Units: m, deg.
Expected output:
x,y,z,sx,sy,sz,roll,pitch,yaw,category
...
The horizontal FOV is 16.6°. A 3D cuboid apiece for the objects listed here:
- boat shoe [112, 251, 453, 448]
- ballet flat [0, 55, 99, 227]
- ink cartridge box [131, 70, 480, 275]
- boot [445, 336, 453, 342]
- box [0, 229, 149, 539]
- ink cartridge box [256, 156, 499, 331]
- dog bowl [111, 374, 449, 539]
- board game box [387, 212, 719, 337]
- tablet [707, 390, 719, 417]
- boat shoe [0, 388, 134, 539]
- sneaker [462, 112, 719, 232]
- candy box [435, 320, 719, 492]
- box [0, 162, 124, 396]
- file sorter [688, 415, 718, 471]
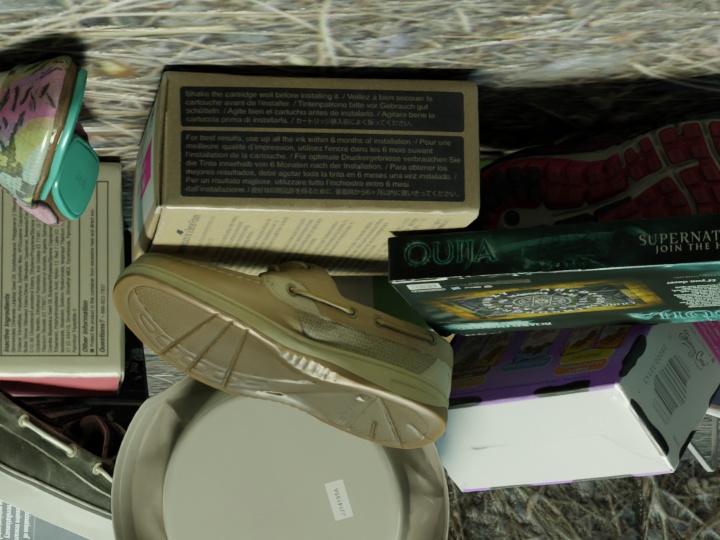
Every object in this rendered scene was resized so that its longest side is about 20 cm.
x,y,z,sx,sy,sz,roll,pitch,yaw,category
-0.039,0.031,1.337,0.199,0.065,0.072,23,146,-17,boat shoe
-0.172,-0.067,1.237,0.071,0.069,0.200,19,170,-1,ballet flat
-0.034,-0.047,1.310,0.164,0.076,0.200,2,171,-9,ink cartridge box
0.101,0.053,1.760,0.199,0.066,0.175,21,170,1,boot
-0.242,0.077,1.595,0.195,0.200,0.124,1,129,-12,box
-0.018,-0.011,1.445,0.199,0.104,0.059,-1,171,-4,ink cartridge box
-0.041,0.133,1.428,0.199,0.201,0.059,-3,-174,12,dog bowl
0.124,0.003,1.298,0.199,0.028,0.135,-3,166,11,board game box
0.155,0.039,1.652,0.199,0.014,0.130,17,-150,-19,tablet
-0.158,0.122,1.467,0.071,0.064,0.200,29,180,43,boat shoe
0.150,-0.050,1.360,0.199,0.081,0.075,-3,-161,14,sneaker
0.145,0.031,1.457,0.167,0.200,0.072,-11,125,46,candy box
-0.238,0.007,1.453,0.199,0.129,0.109,1,171,-6,box
0.166,0.081,1.857,0.199,0.140,0.125,-5,157,22,file sorter
